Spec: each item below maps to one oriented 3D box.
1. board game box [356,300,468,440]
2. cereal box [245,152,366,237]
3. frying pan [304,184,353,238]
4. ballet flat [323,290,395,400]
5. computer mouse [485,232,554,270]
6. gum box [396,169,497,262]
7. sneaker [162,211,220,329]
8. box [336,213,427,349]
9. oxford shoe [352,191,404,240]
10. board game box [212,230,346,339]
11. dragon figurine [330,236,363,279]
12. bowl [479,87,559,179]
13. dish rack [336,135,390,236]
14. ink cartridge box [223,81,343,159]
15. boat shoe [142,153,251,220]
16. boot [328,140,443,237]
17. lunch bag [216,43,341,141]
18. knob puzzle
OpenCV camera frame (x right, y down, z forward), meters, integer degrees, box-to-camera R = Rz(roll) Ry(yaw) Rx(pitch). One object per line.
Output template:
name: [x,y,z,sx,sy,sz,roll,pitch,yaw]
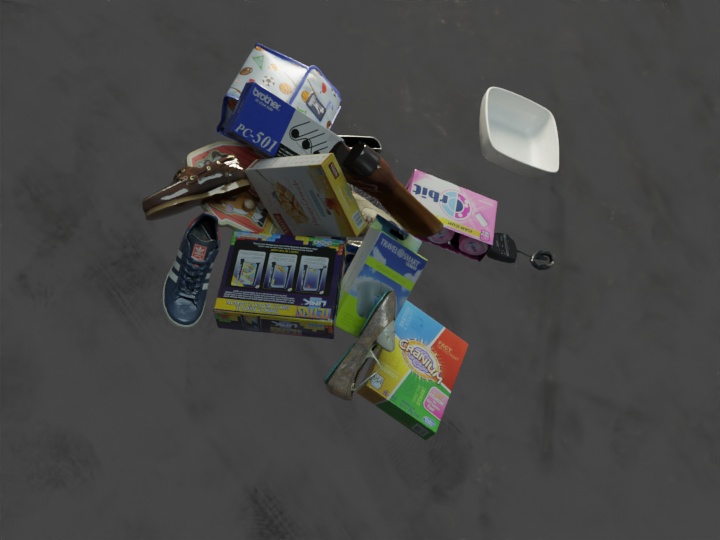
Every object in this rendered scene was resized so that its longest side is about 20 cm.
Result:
board game box: [0.097,0.174,1.443,0.152,0.040,0.202,34,52,-8]
cereal box: [-0.095,-0.125,1.376,0.040,0.197,0.146,-49,124,-33]
frying pan: [-0.090,-0.122,1.488,0.114,0.031,0.191,37,71,7]
ballet flat: [0.018,0.131,1.357,0.067,0.068,0.202,35,93,14]
computer mouse: [0.332,-0.035,1.708,0.196,0.034,0.060,15,58,-29]
gum box: [0.170,-0.111,1.620,0.196,0.066,0.115,20,54,-8]
sneaker: [-0.271,-0.007,1.313,0.073,0.085,0.204,16,56,-20]
box: [0.031,0.020,1.402,0.121,0.047,0.203,28,90,-34]
oxford shoe: [0.012,-0.095,1.478,0.197,0.074,0.072,19,95,-40]
board game box: [-0.130,0.022,1.342,0.195,0.057,0.168,6,55,4]
dragon figurine: [0.000,0.000,1.460,0.097,0.204,0.059,-9,29,0]
bowl: [0.351,-0.303,1.842,0.196,0.075,0.204,18,56,-20]
dish rack: [-0.012,-0.163,1.569,0.150,0.055,0.204,-4,66,-30]
ink cartridge box: [-0.131,-0.235,1.411,0.198,0.044,0.096,29,84,-30]
boat shoe: [-0.286,-0.144,1.382,0.197,0.070,0.072,-23,87,-32]
boot: [0.033,-0.136,1.380,0.199,0.187,0.069,40,71,-25]
lunch bag: [-0.145,-0.308,1.521,0.197,0.124,0.172,25,54,-3]
knob puzzle: [-0.223,-0.163,1.465,0.215,0.030,0.224,14,58,-22]
